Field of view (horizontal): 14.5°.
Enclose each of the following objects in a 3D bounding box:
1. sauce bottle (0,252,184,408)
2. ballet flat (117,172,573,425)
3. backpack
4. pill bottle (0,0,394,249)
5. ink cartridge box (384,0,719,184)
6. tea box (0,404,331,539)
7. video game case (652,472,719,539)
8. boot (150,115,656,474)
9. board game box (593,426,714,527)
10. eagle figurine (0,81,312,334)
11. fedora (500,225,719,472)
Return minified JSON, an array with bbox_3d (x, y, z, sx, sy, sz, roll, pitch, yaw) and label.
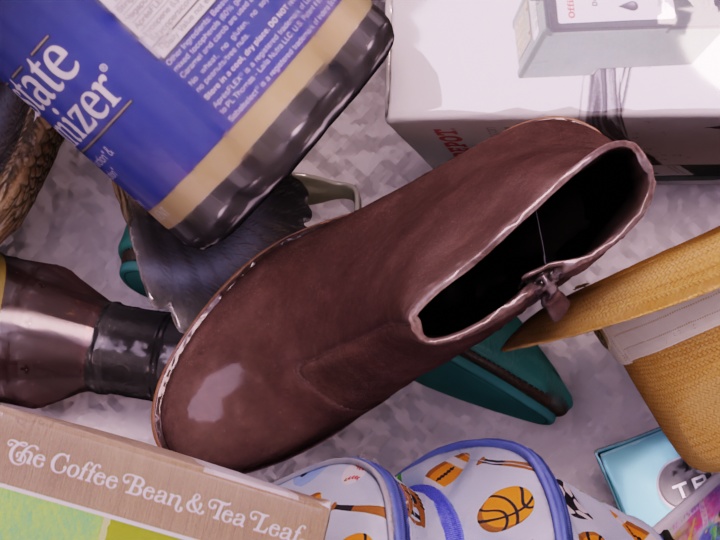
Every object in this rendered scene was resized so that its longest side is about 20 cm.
[{"bbox_3d":[-0.160,0.021,1.175,0.200,0.066,0.066,7,80,13],"label":"sauce bottle"},{"bbox_3d":[0.000,0.000,1.148,0.200,0.067,0.071,18,73,13],"label":"ballet flat"},{"bbox_3d":[0.021,0.150,1.020,0.190,0.154,0.200,-27,48,29],"label":"backpack"},{"bbox_3d":[-0.094,-0.111,1.008,0.200,0.112,0.112,42,88,-7],"label":"pill bottle"},{"bbox_3d":[0.118,-0.084,1.100,0.200,0.146,0.084,0,81,12],"label":"ink cartridge box"},{"bbox_3d":[-0.130,0.153,0.973,0.133,0.200,0.197,18,80,-27],"label":"tea box"},{"bbox_3d":[0.111,0.187,1.026,0.200,0.024,0.182,-44,40,23],"label":"video game case"},{"bbox_3d":[0.008,0.011,0.990,0.200,0.166,0.072,-35,94,-1],"label":"boot"},{"bbox_3d":[0.198,0.136,1.089,0.151,0.047,0.200,-22,75,7],"label":"board game box"},{"bbox_3d":[-0.108,-0.072,1.122,0.151,0.152,0.200,-5,94,-31],"label":"eagle figurine"},{"bbox_3d":[0.148,0.019,1.023,0.200,0.201,0.082,-25,89,5],"label":"fedora"}]
